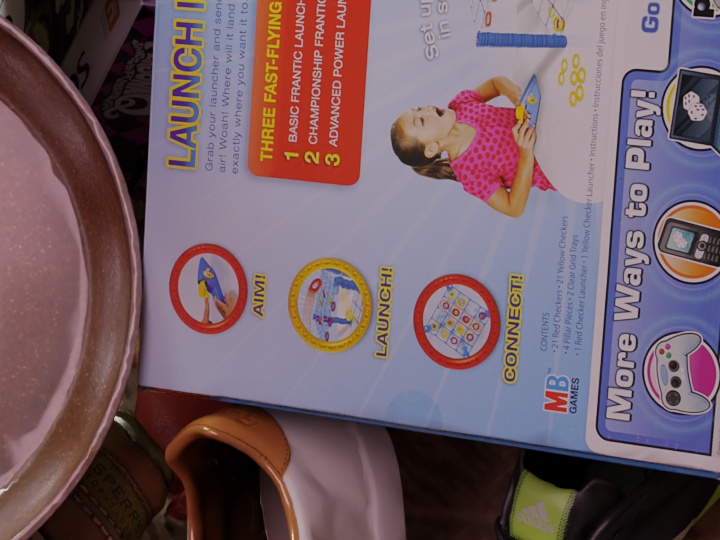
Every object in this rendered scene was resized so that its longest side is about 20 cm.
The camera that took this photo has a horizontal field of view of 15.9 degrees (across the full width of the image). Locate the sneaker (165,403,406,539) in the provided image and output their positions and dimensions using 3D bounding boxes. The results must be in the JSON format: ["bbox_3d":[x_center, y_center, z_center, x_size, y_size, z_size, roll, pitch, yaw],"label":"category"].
[{"bbox_3d":[-0.022,0.137,0.770,0.073,0.085,0.200,-26,70,38],"label":"sneaker"}]

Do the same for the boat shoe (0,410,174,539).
[{"bbox_3d":[-0.120,0.064,0.886,0.068,0.072,0.200,-41,30,-13],"label":"boat shoe"}]

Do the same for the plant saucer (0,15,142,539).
[{"bbox_3d":[-0.165,0.007,0.789,0.200,0.034,0.201,0,85,2],"label":"plant saucer"}]

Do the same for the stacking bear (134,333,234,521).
[{"bbox_3d":[0.000,0.000,0.860,0.114,0.121,0.200,40,100,-10],"label":"stacking bear"}]

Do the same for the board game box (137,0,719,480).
[{"bbox_3d":[0.036,-0.053,0.747,0.196,0.056,0.200,8,98,26],"label":"board game box"}]

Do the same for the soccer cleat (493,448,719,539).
[{"bbox_3d":[0.058,0.099,0.797,0.067,0.081,0.200,24,80,33],"label":"soccer cleat"}]

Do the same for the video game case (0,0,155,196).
[{"bbox_3d":[-0.108,-0.120,0.944,0.181,0.036,0.200,126,139,-50],"label":"video game case"}]
